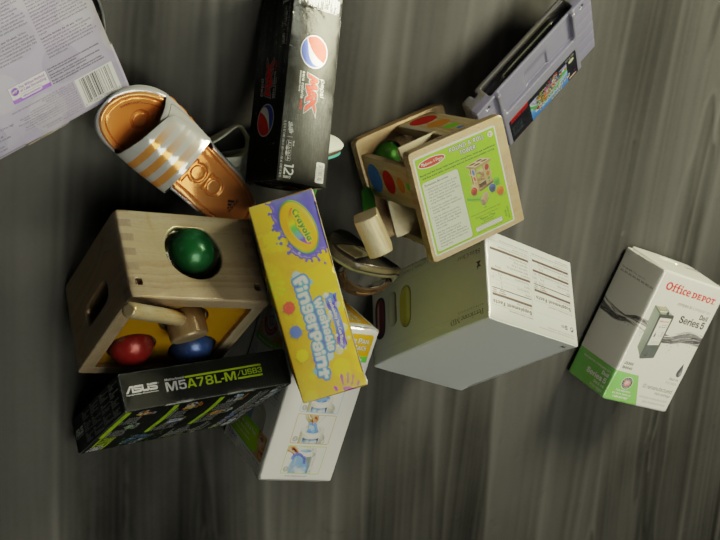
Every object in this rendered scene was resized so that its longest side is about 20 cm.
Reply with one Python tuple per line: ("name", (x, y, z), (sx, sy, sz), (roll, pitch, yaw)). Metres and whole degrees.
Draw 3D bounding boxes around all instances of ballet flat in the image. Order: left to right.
("ballet flat", (-0.109, -0.131, 1.375), (0.198, 0.069, 0.070), (-20, 124, -22))

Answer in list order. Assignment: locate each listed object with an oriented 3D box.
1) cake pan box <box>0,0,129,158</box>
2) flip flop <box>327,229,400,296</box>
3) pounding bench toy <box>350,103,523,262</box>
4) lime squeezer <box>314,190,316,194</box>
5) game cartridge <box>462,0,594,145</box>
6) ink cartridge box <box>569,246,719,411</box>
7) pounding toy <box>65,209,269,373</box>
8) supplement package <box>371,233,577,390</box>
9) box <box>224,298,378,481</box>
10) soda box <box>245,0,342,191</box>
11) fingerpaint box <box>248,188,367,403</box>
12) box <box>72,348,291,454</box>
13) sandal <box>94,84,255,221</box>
("cake pan box", (-0.332, -0.214, 1.190), (0.198, 0.052, 0.186), (-32, 129, -15))
("flip flop", (0.000, 0.000, 1.449), (0.058, 0.081, 0.200), (-56, 172, 1))
("pounding bench toy", (0.051, -0.090, 1.427), (0.198, 0.155, 0.126), (-25, 112, -21))
("lime squeezer", (-0.095, -0.034, 1.442), (0.070, 0.038, 0.200), (39, 103, -26))
("game cartridge", (0.204, -0.231, 1.504), (0.200, 0.038, 0.130), (-48, 152, -6))
("ink cartridge box", (0.407, 0.085, 1.802), (0.144, 0.084, 0.202), (14, 106, -37))
("pounding toy", (-0.200, 0.032, 1.289), (0.182, 0.144, 0.200), (3, 147, -34))
("supplement package", (0.133, 0.053, 1.522), (0.154, 0.199, 0.113), (18, 59, -37))
("box", (-0.072, 0.132, 1.498), (0.100, 0.112, 0.203), (8, 109, -33))
("soda box", (-0.069, -0.187, 1.317), (0.063, 0.070, 0.204), (8, 86, -34))
("fingerpaint box", (-0.057, 0.030, 1.322), (0.072, 0.167, 0.203), (-16, 88, -4))
("box", (-0.198, 0.144, 1.386), (0.190, 0.200, 0.048), (-5, 73, -28))
("sandal", (-0.173, -0.108, 1.278), (0.206, 0.059, 0.079), (39, 92, -33))
